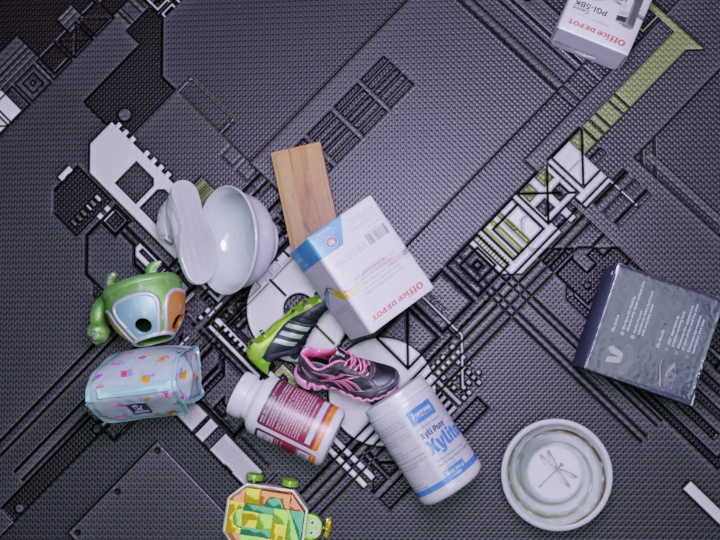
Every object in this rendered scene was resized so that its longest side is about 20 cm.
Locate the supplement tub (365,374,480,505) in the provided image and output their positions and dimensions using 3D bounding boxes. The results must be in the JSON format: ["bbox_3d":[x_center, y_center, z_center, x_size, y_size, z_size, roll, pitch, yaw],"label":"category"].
[{"bbox_3d":[0.113,0.305,1.529,0.132,0.132,0.200,-34,85,1],"label":"supplement tub"}]

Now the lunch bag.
[{"bbox_3d":[-0.386,0.205,1.531,0.170,0.200,0.122,-6,94,2],"label":"lunch bag"}]

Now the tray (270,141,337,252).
[{"bbox_3d":[-0.102,-0.137,1.624,0.098,0.037,0.201,-13,86,3],"label":"tray"}]

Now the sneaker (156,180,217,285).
[{"bbox_3d":[-0.329,-0.055,1.596,0.073,0.116,0.201,-4,72,-32],"label":"sneaker"}]

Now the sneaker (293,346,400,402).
[{"bbox_3d":[-0.025,0.180,1.558,0.199,0.096,0.079,6,46,3],"label":"sneaker"}]

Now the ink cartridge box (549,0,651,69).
[{"bbox_3d":[0.464,-0.502,1.590,0.146,0.083,0.200,23,87,4],"label":"ink cartridge box"}]

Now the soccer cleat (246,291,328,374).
[{"bbox_3d":[-0.123,0.115,1.599,0.200,0.068,0.081,-36,106,-2],"label":"soccer cleat"}]

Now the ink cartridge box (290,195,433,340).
[{"bbox_3d":[0.000,0.000,1.523,0.147,0.146,0.200,-35,92,-19],"label":"ink cartridge box"}]

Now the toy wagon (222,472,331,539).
[{"bbox_3d":[-0.153,0.465,1.580,0.199,0.040,0.156,8,87,4],"label":"toy wagon"}]

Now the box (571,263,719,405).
[{"bbox_3d":[0.512,0.114,1.524,0.199,0.117,0.197,19,87,4],"label":"box"}]

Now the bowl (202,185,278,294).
[{"bbox_3d":[-0.216,-0.056,1.578,0.201,0.090,0.202,0,90,49],"label":"bowl"}]

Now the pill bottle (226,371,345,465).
[{"bbox_3d":[-0.138,0.266,1.557,0.200,0.113,0.113,25,88,5],"label":"pill bottle"}]

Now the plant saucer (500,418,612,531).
[{"bbox_3d":[0.355,0.370,1.549,0.199,0.050,0.201,0,85,4],"label":"plant saucer"}]

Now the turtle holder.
[{"bbox_3d":[-0.414,0.072,1.567,0.185,0.141,0.132,-11,76,-20],"label":"turtle holder"}]
